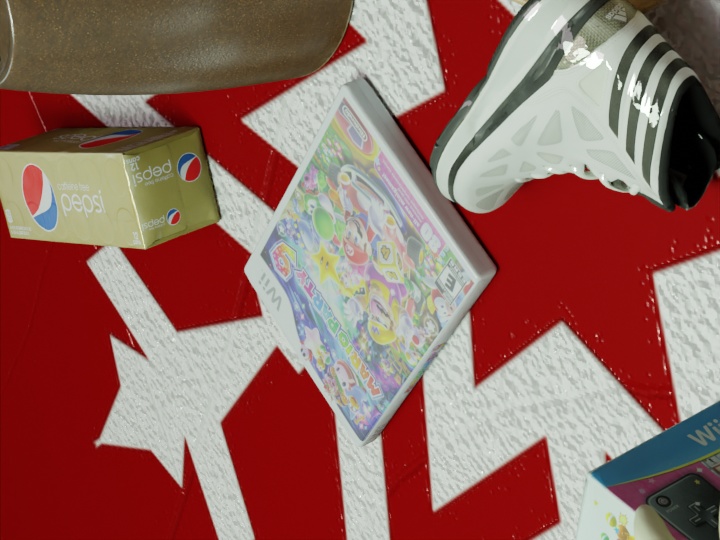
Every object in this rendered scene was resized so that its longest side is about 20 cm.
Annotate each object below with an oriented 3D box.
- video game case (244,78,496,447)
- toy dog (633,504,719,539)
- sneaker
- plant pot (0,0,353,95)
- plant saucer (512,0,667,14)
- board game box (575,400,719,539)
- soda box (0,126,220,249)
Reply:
[{"bbox_3d":[0.000,0.000,1.200,0.144,0.018,0.200,56,145,18],"label":"video game case"},{"bbox_3d":[0.209,0.053,0.805,0.192,0.201,0.140,-17,138,23],"label":"toy dog"},{"bbox_3d":[0.106,-0.054,0.970,0.115,0.076,0.201,46,155,9],"label":"sneaker"},{"bbox_3d":[-0.137,-0.174,1.132,0.186,0.199,0.189,32,133,42],"label":"plant pot"},{"bbox_3d":[0.071,-0.197,0.911,0.199,0.036,0.201,29,158,13],"label":"plant saucer"},{"bbox_3d":[0.211,0.138,0.861,0.200,0.147,0.065,37,137,37],"label":"board game box"},{"bbox_3d":[-0.180,-0.059,1.381,0.199,0.064,0.068,6,113,54],"label":"soda box"}]
